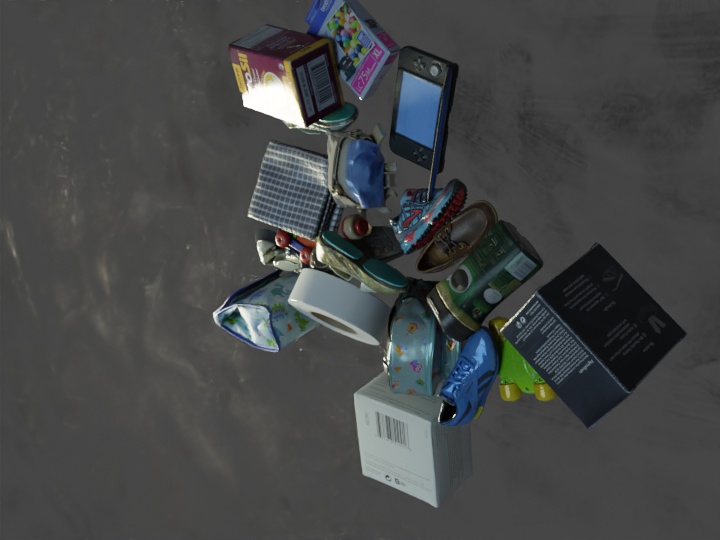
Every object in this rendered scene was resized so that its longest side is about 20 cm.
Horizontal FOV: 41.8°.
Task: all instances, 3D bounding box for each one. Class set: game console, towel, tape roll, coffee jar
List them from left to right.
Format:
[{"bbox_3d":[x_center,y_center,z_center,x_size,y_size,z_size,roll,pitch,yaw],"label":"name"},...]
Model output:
[{"bbox_3d":[-0.118,-0.154,1.811,0.198,0.085,0.168,19,92,38],"label":"towel"},{"bbox_3d":[-0.039,0.072,1.832,0.200,0.072,0.203,24,169,5],"label":"tape roll"},{"bbox_3d":[0.095,-0.248,1.576,0.170,0.118,0.202,29,129,31],"label":"game console"},{"bbox_3d":[0.202,0.020,1.566,0.200,0.085,0.105,-46,38,16],"label":"coffee jar"}]

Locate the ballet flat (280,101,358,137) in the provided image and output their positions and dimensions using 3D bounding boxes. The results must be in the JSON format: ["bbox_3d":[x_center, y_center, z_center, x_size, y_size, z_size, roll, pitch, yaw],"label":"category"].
[{"bbox_3d":[-0.072,-0.285,1.774,0.199,0.074,0.075,19,124,40],"label":"ballet flat"}]

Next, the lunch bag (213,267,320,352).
[{"bbox_3d":[-0.192,0.076,1.999,0.198,0.169,0.129,4,115,45],"label":"lunch bag"}]

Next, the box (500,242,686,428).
[{"bbox_3d":[0.356,0.096,1.441,0.200,0.196,0.118,48,138,14],"label":"box"}]

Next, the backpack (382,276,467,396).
[{"bbox_3d":[0.118,0.129,1.695,0.151,0.200,0.178,11,121,17],"label":"backpack"}]

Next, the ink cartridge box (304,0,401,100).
[{"bbox_3d":[-0.026,-0.415,1.667,0.201,0.042,0.120,52,137,14],"label":"ink cartridge box"}]

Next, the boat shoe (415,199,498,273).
[{"bbox_3d":[0.166,-0.049,1.649,0.072,0.067,0.200,55,138,7],"label":"boat shoe"}]

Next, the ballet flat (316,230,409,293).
[{"bbox_3d":[0.000,0.000,1.723,0.199,0.071,0.071,32,132,17],"label":"ballet flat"}]

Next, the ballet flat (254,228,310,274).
[{"bbox_3d":[-0.170,-0.037,1.991,0.198,0.073,0.074,21,125,36],"label":"ballet flat"}]

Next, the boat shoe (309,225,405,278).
[{"bbox_3d":[0.002,-0.030,1.803,0.197,0.075,0.073,-10,147,20],"label":"boat shoe"}]

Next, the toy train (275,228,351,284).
[{"bbox_3d":[-0.072,-0.069,1.877,0.199,0.084,0.117,33,118,28],"label":"toy train"}]

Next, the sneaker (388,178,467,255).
[{"bbox_3d":[0.109,-0.110,1.667,0.096,0.079,0.200,54,138,10],"label":"sneaker"}]

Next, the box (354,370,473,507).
[{"bbox_3d":[0.106,0.324,1.864,0.197,0.130,0.203,15,122,39],"label":"box"}]

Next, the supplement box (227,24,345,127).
[{"bbox_3d":[-0.137,-0.359,1.725,0.199,0.103,0.132,25,140,45],"label":"supplement box"}]

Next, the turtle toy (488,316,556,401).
[{"bbox_3d":[0.279,0.144,1.614,0.199,0.100,0.148,-10,90,49],"label":"turtle toy"}]

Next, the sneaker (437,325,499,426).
[{"bbox_3d":[0.180,0.188,1.614,0.066,0.078,0.202,44,134,41],"label":"sneaker"}]

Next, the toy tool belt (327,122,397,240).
[{"bbox_3d":[0.009,-0.157,1.701,0.122,0.124,0.203,-2,96,46],"label":"toy tool belt"}]
